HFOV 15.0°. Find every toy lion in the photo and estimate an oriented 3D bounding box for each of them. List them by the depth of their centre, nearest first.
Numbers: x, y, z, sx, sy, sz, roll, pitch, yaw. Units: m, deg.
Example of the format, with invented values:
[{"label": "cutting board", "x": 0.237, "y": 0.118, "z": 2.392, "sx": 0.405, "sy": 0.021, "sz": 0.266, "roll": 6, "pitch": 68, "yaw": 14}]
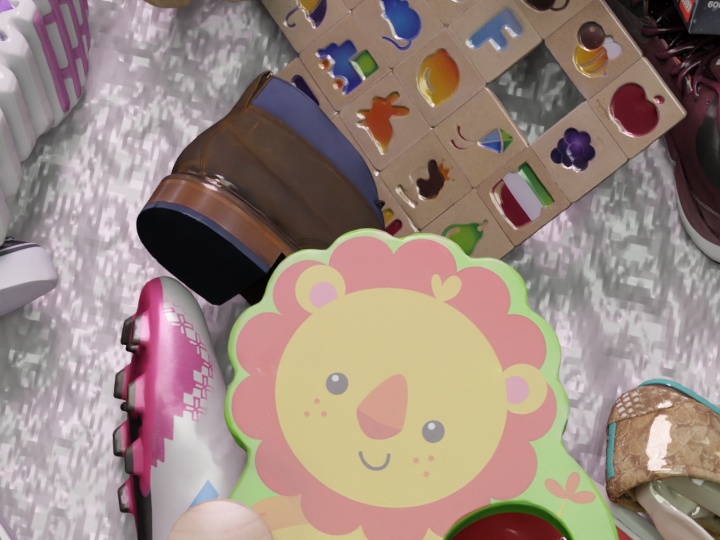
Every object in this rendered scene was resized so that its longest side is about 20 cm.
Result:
[{"label": "toy lion", "x": 0.024, "y": 0.088, "z": 1.125, "sx": 0.200, "sy": 0.069, "sz": 0.192, "roll": 33, "pitch": 79, "yaw": 9}]

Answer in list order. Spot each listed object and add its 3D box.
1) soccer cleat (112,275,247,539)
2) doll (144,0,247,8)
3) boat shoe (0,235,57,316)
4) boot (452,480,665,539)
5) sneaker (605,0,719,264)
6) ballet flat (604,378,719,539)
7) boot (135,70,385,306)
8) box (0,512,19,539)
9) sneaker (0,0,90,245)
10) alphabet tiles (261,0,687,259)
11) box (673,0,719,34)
[{"label": "soccer cleat", "x": -0.065, "y": 0.103, "z": 1.213, "sx": 0.086, "sy": 0.070, "sz": 0.201, "roll": 0, "pitch": 84, "yaw": -12}, {"label": "doll", "x": -0.050, "y": -0.212, "z": 1.263, "sx": 0.136, "sy": 0.048, "sz": 0.200, "roll": -1, "pitch": 52, "yaw": 38}, {"label": "boat shoe", "x": -0.238, "y": 0.004, "z": 1.221, "sx": 0.199, "sy": 0.072, "sz": 0.068, "roll": -13, "pitch": 80, "yaw": 1}, {"label": "boot", "x": 0.093, "y": 0.158, "z": 1.163, "sx": 0.199, "sy": 0.144, "sz": 0.073, "roll": 28, "pitch": 116, "yaw": 3}, {"label": "sneaker", "x": 0.162, "y": -0.106, "z": 1.240, "sx": 0.075, "sy": 0.116, "sz": 0.201, "roll": -21, "pitch": 80, "yaw": -7}, {"label": "ballet flat", "x": 0.190, "y": 0.124, "z": 1.206, "sx": 0.200, "sy": 0.071, "sz": 0.065, "roll": 29, "pitch": 58, "yaw": -5}, {"label": "boot", "x": 0.000, "y": 0.000, "z": 1.222, "sx": 0.200, "sy": 0.075, "sz": 0.097, "roll": 41, "pitch": 57, "yaw": -20}, {"label": "box", "x": -0.201, "y": 0.145, "z": 1.195, "sx": 0.116, "sy": 0.060, "sz": 0.200, "roll": -32, "pitch": 82, "yaw": -9}, {"label": "sneaker", "x": -0.183, "y": -0.078, "z": 1.213, "sx": 0.088, "sy": 0.081, "sz": 0.201, "roll": 7, "pitch": 48, "yaw": 17}, {"label": "alphabet tiles", "x": 0.027, "y": -0.102, "z": 1.247, "sx": 0.167, "sy": 0.008, "sz": 0.200, "roll": -38, "pitch": 81, "yaw": 20}, {"label": "box", "x": 0.227, "y": -0.156, "z": 1.238, "sx": 0.199, "sy": 0.038, "sz": 0.137, "roll": 1, "pitch": 39, "yaw": -14}]
